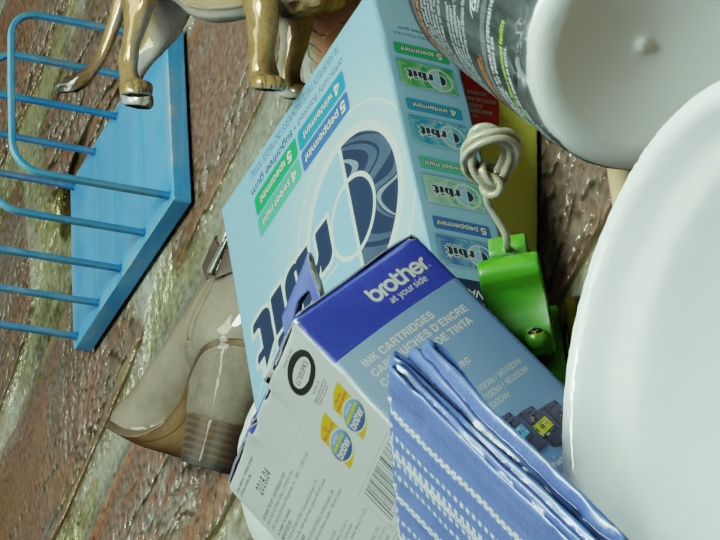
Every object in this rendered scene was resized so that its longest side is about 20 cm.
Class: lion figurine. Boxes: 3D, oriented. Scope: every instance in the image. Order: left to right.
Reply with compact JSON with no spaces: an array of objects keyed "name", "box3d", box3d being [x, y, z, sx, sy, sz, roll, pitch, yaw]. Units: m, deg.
[{"name":"lion figurine","box3d":[-0.069,-0.145,1.335,0.199,0.072,0.123,0,86,30]}]

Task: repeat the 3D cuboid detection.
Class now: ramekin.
[{"name":"ramekin","box3d":[0.157,0.039,0.922,0.200,0.097,0.201,-170,90,-67]}]

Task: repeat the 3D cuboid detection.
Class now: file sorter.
[{"name":"file sorter","box3d":[-0.205,-0.061,1.808,0.200,0.122,0.139,128,145,-50]}]

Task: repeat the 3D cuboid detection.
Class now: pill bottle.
[{"name":"pill bottle","box3d":[0.083,-0.121,1.154,0.200,0.106,0.107,-134,56,-62]}]

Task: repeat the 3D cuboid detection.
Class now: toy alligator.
[{"name":"toy alligator","box3d":[0.068,0.032,1.100,0.054,0.059,0.200,-93,-10,-47]}]

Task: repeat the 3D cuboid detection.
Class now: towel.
[{"name":"towel","box3d":[0.060,0.134,0.978,0.145,0.024,0.200,44,149,42]}]

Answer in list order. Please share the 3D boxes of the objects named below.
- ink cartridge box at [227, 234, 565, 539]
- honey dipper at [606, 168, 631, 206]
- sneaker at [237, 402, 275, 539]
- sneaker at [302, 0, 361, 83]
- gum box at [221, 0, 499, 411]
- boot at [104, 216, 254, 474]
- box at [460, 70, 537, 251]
[{"name":"ink cartridge box","box3d":[0.027,0.083,1.087,0.200,0.076,0.137,44,145,15]},{"name":"honey dipper","box3d":[0.114,0.005,1.121,0.038,0.038,0.200,125,148,-47]},{"name":"sneaker","box3d":[-0.008,0.065,1.350,0.080,0.070,0.201,42,119,61]},{"name":"sneaker","box3d":[0.003,-0.091,1.401,0.080,0.071,0.201,-35,-51,-66]},{"name":"gum box","box3d":[0.000,0.000,1.252,0.170,0.044,0.200,-53,37,42]},{"name":"boot","box3d":[-0.085,0.038,1.564,0.200,0.070,0.147,7,81,67]},{"name":"box","box3d":[0.048,-0.074,1.293,0.075,0.050,0.201,147,129,-61]}]
